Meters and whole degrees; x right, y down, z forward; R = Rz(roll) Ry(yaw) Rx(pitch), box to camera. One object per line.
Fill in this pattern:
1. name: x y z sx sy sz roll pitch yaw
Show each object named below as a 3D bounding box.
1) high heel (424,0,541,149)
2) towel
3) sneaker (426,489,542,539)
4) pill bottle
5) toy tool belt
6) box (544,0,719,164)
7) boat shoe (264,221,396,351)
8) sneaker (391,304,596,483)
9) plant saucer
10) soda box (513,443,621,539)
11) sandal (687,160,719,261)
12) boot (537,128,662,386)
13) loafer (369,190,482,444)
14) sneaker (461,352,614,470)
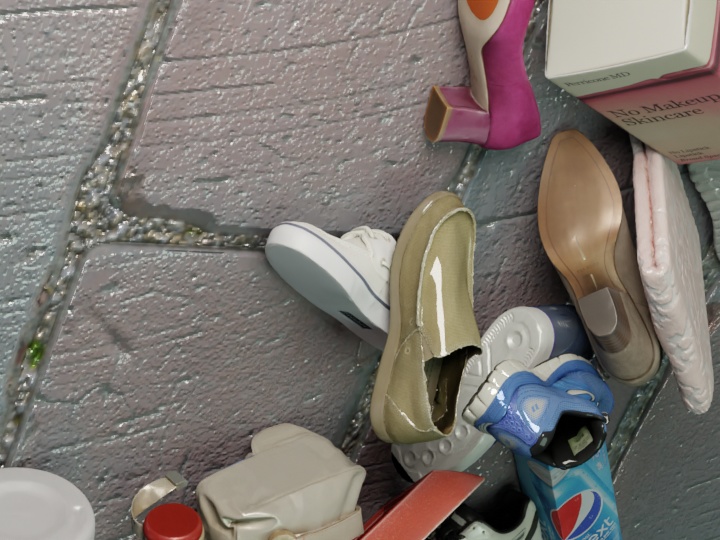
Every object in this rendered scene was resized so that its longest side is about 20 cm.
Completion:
1. high heel: 0.118 -0.174 1.513 0.096 0.068 0.200 -2 139 -25
2. towel: 0.257 -0.011 1.682 0.032 0.192 0.200 -11 140 16
3. sneaker: 0.078 0.255 1.838 0.199 0.076 0.088 -17 116 -31
4. pill bottle: -0.264 0.258 1.528 0.112 0.112 0.201 -11 128 -32
5. toy tool belt: -0.089 0.218 1.623 0.199 0.125 0.123 -22 133 -36
6. box: 0.248 -0.170 1.548 0.200 0.127 0.110 24 65 -46
7. boat shoe: 0.000 0.000 1.573 0.200 0.071 0.070 39 68 -44
8. sneaker: 0.132 0.110 1.746 0.146 0.081 0.200 7 128 -53
9. plant saucer: -0.001 0.244 1.695 0.199 0.037 0.200 -42 178 -22
10. soda box: 0.190 0.198 1.868 0.064 0.068 0.201 -31 137 -14
11. sandal: 0.348 -0.059 1.797 0.203 0.082 0.050 59 37 -46
12. boot: 0.203 -0.003 1.675 0.070 0.201 0.146 -12 163 18
13. loafer: 0.062 0.040 1.558 0.076 0.067 0.201 -2 103 -53
14. sneaker: 0.157 0.122 1.611 0.079 0.089 0.200 -55 157 19
